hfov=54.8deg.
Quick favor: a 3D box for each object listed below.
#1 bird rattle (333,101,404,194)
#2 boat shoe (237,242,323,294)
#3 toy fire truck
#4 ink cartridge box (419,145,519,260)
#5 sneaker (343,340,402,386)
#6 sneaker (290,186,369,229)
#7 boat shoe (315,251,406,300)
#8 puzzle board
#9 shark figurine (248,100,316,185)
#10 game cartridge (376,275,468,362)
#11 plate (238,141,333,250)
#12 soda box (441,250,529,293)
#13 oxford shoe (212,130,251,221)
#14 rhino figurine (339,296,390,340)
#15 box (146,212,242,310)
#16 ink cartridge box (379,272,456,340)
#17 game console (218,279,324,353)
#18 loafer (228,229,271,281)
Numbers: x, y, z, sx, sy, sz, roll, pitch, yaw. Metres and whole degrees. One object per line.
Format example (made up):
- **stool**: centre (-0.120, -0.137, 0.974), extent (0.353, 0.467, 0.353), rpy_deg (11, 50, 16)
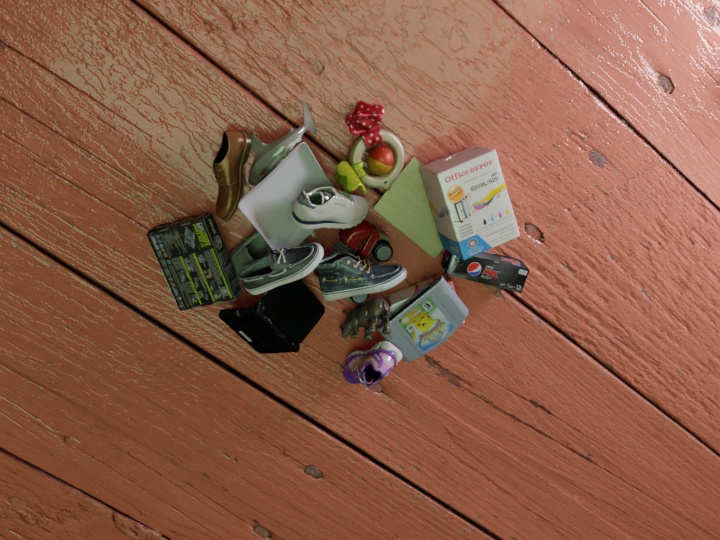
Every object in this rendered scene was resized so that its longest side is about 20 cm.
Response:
- **bird rattle**: centre (0.023, -0.263, 1.548), extent (0.161, 0.112, 0.204), rpy_deg (18, 95, -24)
- **boat shoe**: centre (-0.177, -0.016, 1.518), extent (0.197, 0.073, 0.068), rpy_deg (-22, 139, 13)
- **toy fire truck**: centre (-0.052, -0.047, 1.599), extent (0.197, 0.129, 0.178), rpy_deg (24, 106, -24)
- **ink cartridge box**: centre (0.240, -0.155, 1.546), extent (0.145, 0.145, 0.203), rpy_deg (-22, 106, -6)
- **sneaker**: centre (0.014, 0.241, 1.674), extent (0.080, 0.089, 0.199), rpy_deg (41, 140, -14)
- **sneaker**: centre (-0.056, -0.143, 1.520), extent (0.197, 0.077, 0.081), rpy_deg (-12, 138, -37)
- **boat shoe**: centre (0.000, 0.000, 1.526), extent (0.196, 0.071, 0.092), rpy_deg (-14, 113, 3)
- **puzzle board**: centre (0.148, -0.145, 1.626), extent (0.199, 0.017, 0.151), rpy_deg (37, 101, -17)
- **shark figurine**: centre (-0.186, -0.273, 1.494), extent (0.214, 0.128, 0.090), rpy_deg (-44, 96, 10)
- **game cartridge**: centre (0.152, 0.122, 1.640), extent (0.199, 0.041, 0.134), rpy_deg (-39, 113, 8)
- **plate**: centre (-0.155, -0.152, 1.518), extent (0.200, 0.032, 0.201), rpy_deg (-45, 137, -9)
- **soda box**: centre (0.297, -0.008, 1.659), extent (0.196, 0.071, 0.064), rpy_deg (14, 109, -10)
- **oxford shoe**: centre (-0.297, -0.209, 1.520), extent (0.070, 0.071, 0.204), rpy_deg (0, 107, -45)
- **rhino figurine**: centre (0.006, 0.117, 1.636), extent (0.059, 0.199, 0.089), rpy_deg (15, 69, -29)
- **box**: centre (-0.377, -0.017, 1.580), extent (0.157, 0.044, 0.203), rpy_deg (-12, 111, 20)
- **ink cartridge box**: centre (0.140, 0.100, 1.686), extent (0.196, 0.068, 0.118), rpy_deg (-21, 111, 1)
- **game console**: centre (-0.206, 0.100, 1.635), extent (0.173, 0.118, 0.201), rpy_deg (-6, 144, 25)
- **loafer**: centre (-0.255, -0.038, 1.596), extent (0.070, 0.070, 0.201), rpy_deg (38, 102, -15)
